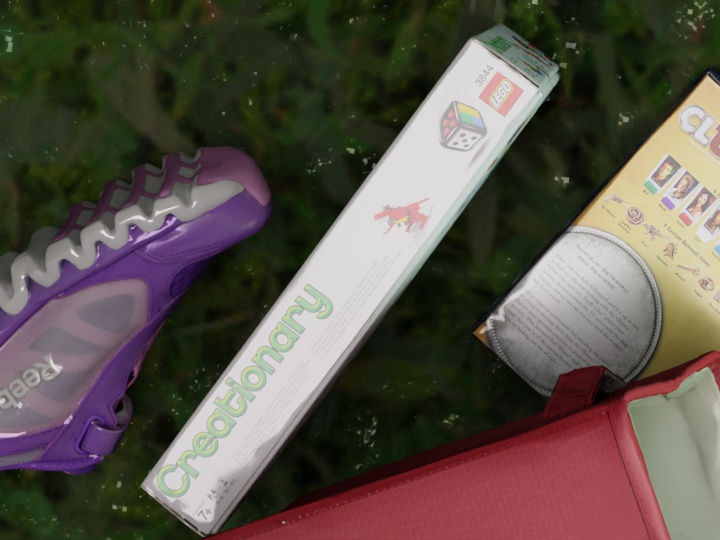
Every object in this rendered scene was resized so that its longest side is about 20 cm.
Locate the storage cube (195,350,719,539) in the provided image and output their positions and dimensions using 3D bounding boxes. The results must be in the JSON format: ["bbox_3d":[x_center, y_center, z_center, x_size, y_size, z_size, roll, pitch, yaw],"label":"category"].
[{"bbox_3d":[0.056,0.145,0.993,0.179,0.171,0.200,-19,88,18],"label":"storage cube"}]

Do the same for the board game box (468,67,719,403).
[{"bbox_3d":[0.160,0.040,1.098,0.200,0.035,0.136,43,100,1],"label":"board game box"}]

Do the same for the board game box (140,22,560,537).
[{"bbox_3d":[0.000,0.000,1.067,0.035,0.126,0.200,37,99,1],"label":"board game box"}]

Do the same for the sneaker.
[{"bbox_3d":[-0.109,0.029,1.114,0.200,0.081,0.089,-32,99,15],"label":"sneaker"}]
